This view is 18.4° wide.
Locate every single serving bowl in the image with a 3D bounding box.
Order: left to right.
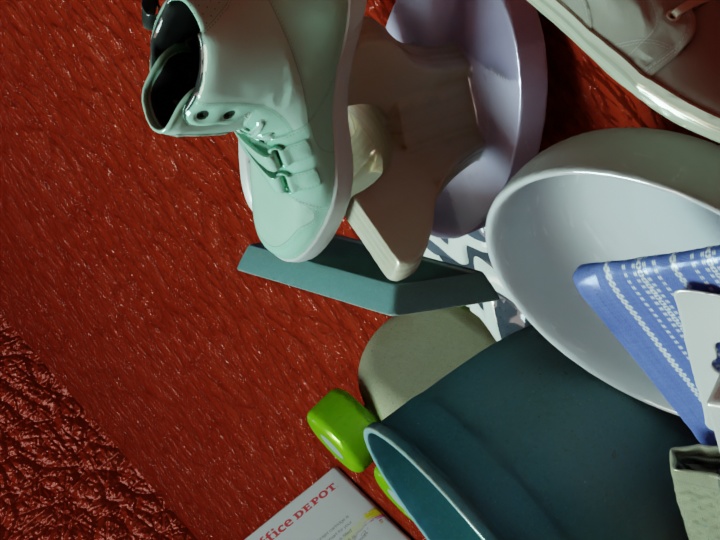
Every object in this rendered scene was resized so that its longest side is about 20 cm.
[{"bbox_3d":[0.164,-0.006,1.116,0.199,0.066,0.201,24,151,14],"label":"serving bowl"}]

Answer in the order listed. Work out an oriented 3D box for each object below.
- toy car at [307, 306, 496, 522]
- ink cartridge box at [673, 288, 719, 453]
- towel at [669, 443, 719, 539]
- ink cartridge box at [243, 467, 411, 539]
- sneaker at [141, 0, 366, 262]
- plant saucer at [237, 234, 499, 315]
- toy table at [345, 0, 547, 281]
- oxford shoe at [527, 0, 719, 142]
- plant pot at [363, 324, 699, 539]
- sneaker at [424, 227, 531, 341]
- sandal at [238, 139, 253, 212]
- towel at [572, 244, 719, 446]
[{"bbox_3d":[0.091,0.124,1.504,0.158,0.164,0.201,34,163,48],"label":"toy car"},{"bbox_3d":[0.230,0.083,1.011,0.199,0.068,0.118,11,144,30],"label":"ink cartridge box"},{"bbox_3d":[0.266,0.157,1.154,0.191,0.035,0.201,11,148,26],"label":"towel"},{"bbox_3d":[-0.006,0.337,2.261,0.200,0.146,0.147,41,162,38],"label":"ink cartridge box"},{"bbox_3d":[-0.065,-0.076,1.139,0.074,0.118,0.202,44,143,36],"label":"sneaker"},{"bbox_3d":[0.000,0.000,1.268,0.200,0.069,0.019,17,113,61],"label":"plant saucer"},{"bbox_3d":[0.017,-0.082,1.235,0.184,0.116,0.201,48,145,34],"label":"toy table"},{"bbox_3d":[0.137,-0.120,1.014,0.200,0.075,0.058,43,126,26],"label":"oxford shoe"},{"bbox_3d":[0.135,0.111,1.265,0.200,0.188,0.200,50,170,12],"label":"plant pot"},{"bbox_3d":[0.091,0.014,1.397,0.130,0.079,0.199,60,155,4],"label":"sneaker"},{"bbox_3d":[-0.040,-0.122,1.333,0.082,0.205,0.050,18,162,-34],"label":"sandal"},{"bbox_3d":[0.209,0.034,1.051,0.199,0.024,0.145,-10,130,48],"label":"towel"}]
